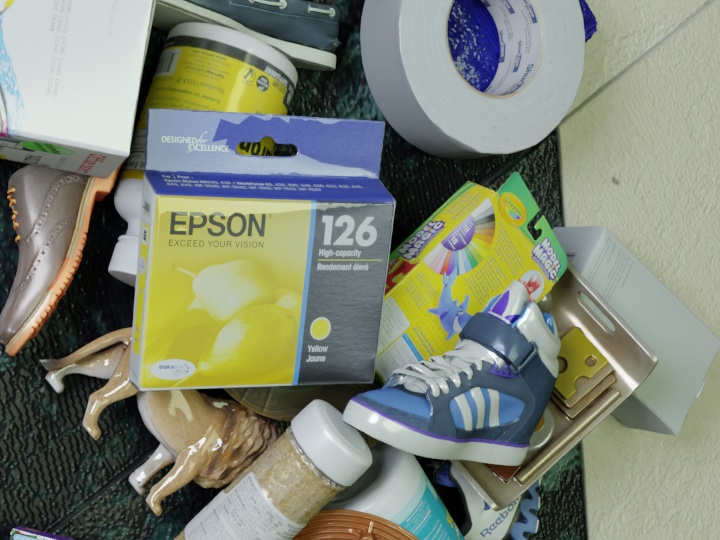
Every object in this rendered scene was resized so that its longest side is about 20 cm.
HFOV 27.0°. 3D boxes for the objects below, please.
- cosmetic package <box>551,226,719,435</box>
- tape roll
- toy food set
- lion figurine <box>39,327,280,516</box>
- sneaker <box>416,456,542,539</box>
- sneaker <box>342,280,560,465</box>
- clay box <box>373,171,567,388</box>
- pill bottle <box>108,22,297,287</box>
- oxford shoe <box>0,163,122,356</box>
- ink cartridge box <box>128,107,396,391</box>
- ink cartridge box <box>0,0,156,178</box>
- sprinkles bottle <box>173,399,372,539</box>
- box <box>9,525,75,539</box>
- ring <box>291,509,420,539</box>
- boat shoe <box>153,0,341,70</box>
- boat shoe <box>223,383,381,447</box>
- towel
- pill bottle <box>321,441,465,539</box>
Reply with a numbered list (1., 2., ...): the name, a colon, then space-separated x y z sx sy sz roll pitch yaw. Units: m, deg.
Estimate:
1. cosmetic package: 0.247 0.059 1.448 0.200 0.081 0.114 43 69 -28
2. tape roll: 0.099 -0.199 1.301 0.198 0.066 0.203 1 89 -31
3. toy food set: 0.142 0.092 1.308 0.199 0.061 0.144 -40 71 -10
4. lion figurine: -0.151 0.106 1.179 0.122 0.072 0.201 -41 120 -12
5. sneaker: 0.112 0.160 1.356 0.114 0.080 0.202 12 86 -35
6. sneaker: 0.081 0.072 1.198 0.198 0.080 0.148 14 94 -41
7. clay box: 0.077 0.017 1.260 0.200 0.047 0.115 -43 121 -15
8. pill bottle: -0.128 -0.081 1.173 0.110 0.111 0.202 24 78 -32
9. oxford shoe: -0.240 -0.034 1.133 0.072 0.071 0.202 24 70 -14
10. ink cartridge box: -0.070 -0.013 1.122 0.195 0.047 0.203 0 105 -26
11. ink cartridge box: -0.251 -0.159 1.035 0.197 0.147 0.148 10 85 -15
12. sprinkles bottle: -0.081 0.191 1.176 0.200 0.068 0.068 -44 117 10
13. box: -0.182 0.284 1.125 0.197 0.039 0.139 15 83 -1
14. ring: -0.020 0.289 1.234 0.197 0.019 0.203 0 112 1
15. boat shoe: -0.095 -0.213 1.215 0.198 0.075 0.063 11 86 -35
16. boat shoe: -0.064 0.086 1.213 0.199 0.065 0.074 35 79 -30
17. towel: 0.128 -0.223 1.381 0.200 0.049 0.149 -44 114 -25
18. pill bottle: 0.040 0.254 1.291 0.111 0.110 0.201 -41 113 -26
